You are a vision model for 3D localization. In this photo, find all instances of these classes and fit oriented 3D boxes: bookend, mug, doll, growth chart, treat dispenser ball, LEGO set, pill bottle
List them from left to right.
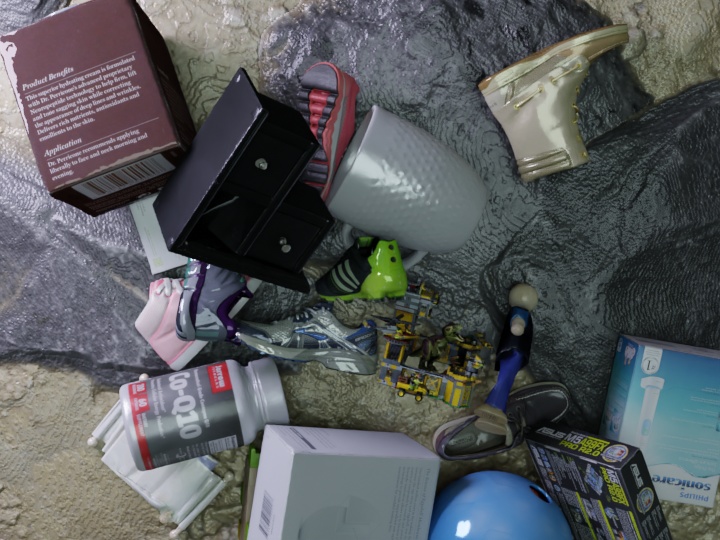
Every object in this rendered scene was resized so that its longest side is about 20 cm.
[{"bbox_3d":[-0.268,0.250,1.273,0.145,0.018,0.200,-42,96,3],"label":"growth chart"},{"bbox_3d":[-0.199,0.180,1.209,0.199,0.114,0.114,-13,97,-11],"label":"pill bottle"},{"bbox_3d":[-0.099,-0.095,1.080,0.200,0.092,0.199,20,118,-39],"label":"bookend"},{"bbox_3d":[0.051,-0.083,1.189,0.175,0.148,0.200,26,121,-9],"label":"mug"},{"bbox_3d":[0.095,0.079,1.181,0.153,0.200,0.116,16,105,14],"label":"LEGO set"},{"bbox_3d":[0.173,0.360,1.206,0.200,0.201,0.202,0,97,-1],"label":"treat dispenser ball"},{"bbox_3d":[0.195,0.104,1.210,0.048,0.137,0.200,13,62,15],"label":"doll"}]

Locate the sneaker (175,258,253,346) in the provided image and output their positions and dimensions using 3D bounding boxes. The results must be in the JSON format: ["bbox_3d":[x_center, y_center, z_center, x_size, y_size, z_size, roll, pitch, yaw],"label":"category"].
[{"bbox_3d":[-0.172,-0.004,1.168,0.087,0.074,0.201,10,74,-8],"label":"sneaker"}]

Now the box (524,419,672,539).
[{"bbox_3d":[0.310,0.298,1.202,0.044,0.160,0.200,-36,114,-27],"label":"box"}]

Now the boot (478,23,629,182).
[{"bbox_3d":[0.271,-0.215,1.204,0.200,0.073,0.156,-25,96,3],"label":"boot"}]

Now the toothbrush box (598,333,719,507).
[{"bbox_3d":[0.407,0.199,1.250,0.146,0.085,0.201,9,96,-3],"label":"toothbrush box"}]

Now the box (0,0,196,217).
[{"bbox_3d":[-0.301,-0.194,1.127,0.166,0.164,0.200,-20,83,1],"label":"box"}]

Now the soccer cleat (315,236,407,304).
[{"bbox_3d":[0.000,0.000,1.171,0.067,0.200,0.081,-4,89,-27],"label":"soccer cleat"}]

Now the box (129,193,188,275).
[{"bbox_3d":[-0.199,-0.092,1.227,0.199,0.036,0.145,-17,97,2],"label":"box"}]

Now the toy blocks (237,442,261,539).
[{"bbox_3d":[-0.089,0.328,1.258,0.136,0.100,0.201,3,97,-14],"label":"toy blocks"}]

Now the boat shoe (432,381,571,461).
[{"bbox_3d":[0.193,0.209,1.256,0.200,0.065,0.072,-20,95,0],"label":"boat shoe"}]

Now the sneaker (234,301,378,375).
[{"bbox_3d":[-0.070,0.080,1.239,0.199,0.077,0.085,12,86,-10],"label":"sneaker"}]

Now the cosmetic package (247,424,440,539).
[{"bbox_3d":[-0.026,0.309,1.174,0.199,0.123,0.200,8,94,-22],"label":"cosmetic package"}]

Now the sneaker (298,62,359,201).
[{"bbox_3d":[-0.040,-0.159,1.199,0.074,0.087,0.201,21,102,31],"label":"sneaker"}]

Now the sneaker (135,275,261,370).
[{"bbox_3d":[-0.211,0.029,1.218,0.105,0.075,0.200,43,98,-11],"label":"sneaker"}]
